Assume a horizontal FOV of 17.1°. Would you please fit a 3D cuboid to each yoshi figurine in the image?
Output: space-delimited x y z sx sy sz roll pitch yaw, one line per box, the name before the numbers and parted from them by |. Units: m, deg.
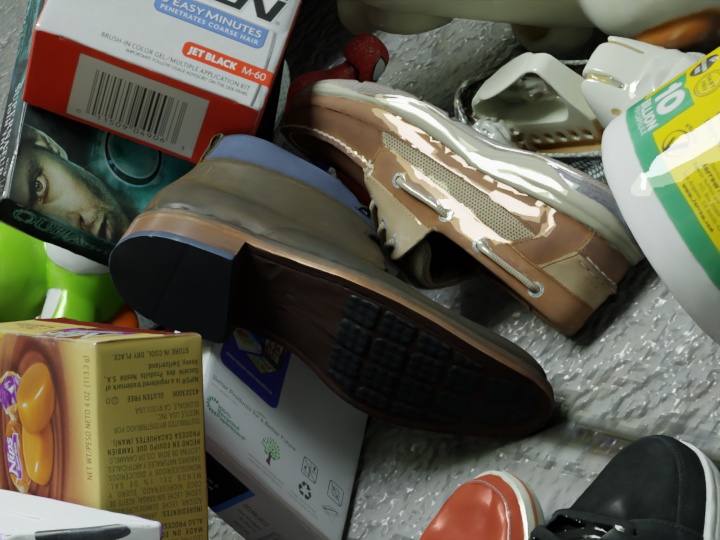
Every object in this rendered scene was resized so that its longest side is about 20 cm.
yoshi figurine | -0.155 -0.048 1.221 0.112 0.112 0.200 -4 66 34

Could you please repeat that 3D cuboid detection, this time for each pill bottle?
pill bottle | 0.202 -0.062 0.917 0.200 0.113 0.113 -34 30 19

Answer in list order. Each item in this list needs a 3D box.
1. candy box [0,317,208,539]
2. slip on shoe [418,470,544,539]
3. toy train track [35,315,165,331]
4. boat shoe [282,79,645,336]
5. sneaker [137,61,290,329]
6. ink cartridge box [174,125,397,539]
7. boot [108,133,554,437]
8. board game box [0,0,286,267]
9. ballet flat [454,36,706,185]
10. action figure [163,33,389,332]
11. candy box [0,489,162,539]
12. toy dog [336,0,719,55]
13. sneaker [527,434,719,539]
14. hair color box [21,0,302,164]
candy box | -0.115 0.124 1.019 0.117 0.056 0.200 4 96 54
slip on shoe | 0.007 0.157 0.933 0.074 0.061 0.200 3 52 56
toy train track | -0.161 0.015 1.259 0.115 0.033 0.200 -18 62 -14
boat shoe | 0.035 -0.030 1.088 0.200 0.076 0.072 25 82 38
sneaker | -0.104 -0.037 1.347 0.200 0.070 0.080 -58 6 -14
ink cartridge box | -0.037 0.033 1.114 0.039 0.099 0.200 -28 31 34
boot | 0.000 0.000 1.049 0.097 0.200 0.075 -64 -6 -46
board game box | -0.104 -0.091 1.176 0.028 0.135 0.200 -33 42 49
ballet flat | 0.111 -0.073 1.097 0.200 0.072 0.072 0 51 52
action figure | -0.020 -0.023 1.220 0.200 0.099 0.065 -63 29 12
candy box | -0.151 0.193 0.964 0.168 0.071 0.200 1 93 53
toy dog | 0.092 -0.171 1.148 0.194 0.200 0.140 -3 -77 -79
sneaker | 0.057 0.120 0.862 0.073 0.112 0.200 -3 49 50
hair color box | -0.076 -0.154 1.146 0.064 0.111 0.200 115 173 -55
